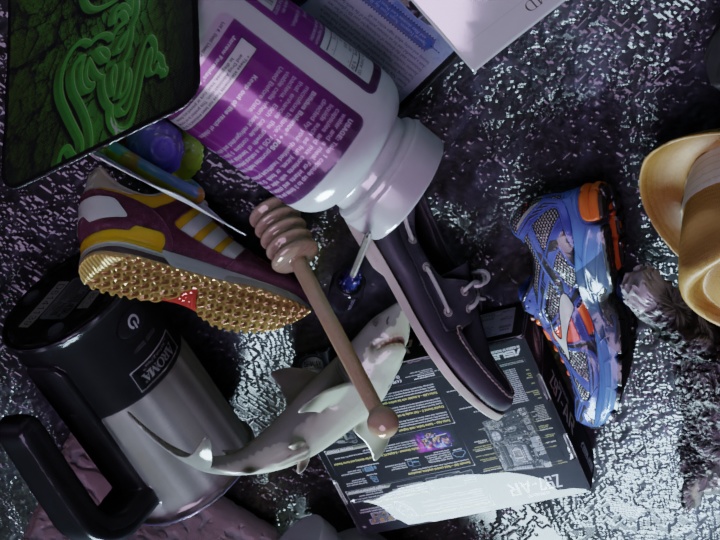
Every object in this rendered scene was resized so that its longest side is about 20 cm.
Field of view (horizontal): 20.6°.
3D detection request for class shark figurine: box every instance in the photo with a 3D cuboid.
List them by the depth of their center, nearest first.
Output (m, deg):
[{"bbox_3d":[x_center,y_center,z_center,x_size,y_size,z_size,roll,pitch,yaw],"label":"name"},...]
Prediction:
[{"bbox_3d":[-0.060,0.103,1.462,0.213,0.090,0.129,-28,138,-19],"label":"shark figurine"}]

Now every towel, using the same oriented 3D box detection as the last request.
[{"bbox_3d":[-0.171,0.232,1.573,0.199,0.192,0.032,33,134,-14],"label":"towel"}]

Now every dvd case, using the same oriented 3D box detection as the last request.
[{"bbox_3d":[0.005,-0.181,1.337,0.142,0.018,0.200,37,124,-17],"label":"dvd case"}]

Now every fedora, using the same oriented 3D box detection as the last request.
[{"bbox_3d":[0.268,-0.013,1.330,0.199,0.082,0.201,17,152,10],"label":"fedora"}]

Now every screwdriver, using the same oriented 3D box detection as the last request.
[{"bbox_3d":[0.000,0.000,1.401,0.029,0.028,0.200,14,165,-7],"label":"screwdriver"}]

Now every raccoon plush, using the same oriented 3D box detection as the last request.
[{"bbox_3d":[0.239,0.084,1.457,0.200,0.097,0.134,45,132,-5],"label":"raccoon plush"}]

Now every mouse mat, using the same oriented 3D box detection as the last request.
[{"bbox_3d":[-0.170,-0.160,1.283,0.160,0.201,0.008,-23,144,25],"label":"mouse mat"}]

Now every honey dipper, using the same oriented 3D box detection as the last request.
[{"bbox_3d":[-0.024,0.035,1.405,0.038,0.201,0.038,-21,153,-12],"label":"honey dipper"}]

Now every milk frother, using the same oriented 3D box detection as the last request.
[{"bbox_3d":[-0.219,0.100,1.536,0.199,0.180,0.189,18,144,55],"label":"milk frother"}]

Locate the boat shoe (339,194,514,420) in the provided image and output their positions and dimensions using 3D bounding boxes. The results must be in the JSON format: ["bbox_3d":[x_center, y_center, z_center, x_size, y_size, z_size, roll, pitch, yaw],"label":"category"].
[{"bbox_3d":[0.061,0.014,1.417,0.062,0.073,0.201,-33,94,11],"label":"boat shoe"}]

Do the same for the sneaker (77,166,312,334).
[{"bbox_3d":[-0.116,-0.018,1.453,0.199,0.091,0.075,19,146,-38],"label":"sneaker"}]

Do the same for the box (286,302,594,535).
[{"bbox_3d":[0.063,0.118,1.532,0.199,0.044,0.161,-14,122,21],"label":"box"}]

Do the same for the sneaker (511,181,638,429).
[{"bbox_3d":[0.155,0.025,1.436,0.078,0.075,0.201,2,119,21],"label":"sneaker"}]

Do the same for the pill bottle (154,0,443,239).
[{"bbox_3d":[-0.046,-0.110,1.317,0.199,0.113,0.112,36,125,-15],"label":"pill bottle"}]

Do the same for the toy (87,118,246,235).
[{"bbox_3d":[-0.147,-0.087,1.343,0.115,0.200,0.047,27,91,-26],"label":"toy"}]

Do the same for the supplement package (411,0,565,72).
[{"bbox_3d":[0.050,-0.247,1.201,0.121,0.120,0.200,-37,113,18],"label":"supplement package"}]

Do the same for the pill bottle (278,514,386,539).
[{"bbox_3d":[0.014,0.288,1.627,0.111,0.111,0.200,-35,113,31],"label":"pill bottle"}]

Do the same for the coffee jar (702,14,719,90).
[{"bbox_3d":[0.322,-0.119,1.263,0.199,0.086,0.104,25,172,-7],"label":"coffee jar"}]
